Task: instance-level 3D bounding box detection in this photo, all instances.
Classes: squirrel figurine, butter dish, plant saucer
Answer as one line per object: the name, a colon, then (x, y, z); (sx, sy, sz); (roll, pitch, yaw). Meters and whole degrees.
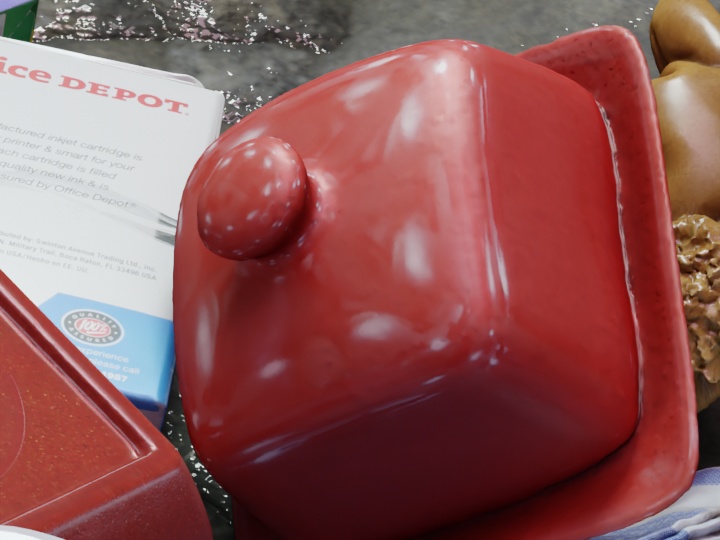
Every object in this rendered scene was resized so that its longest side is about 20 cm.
squirrel figurine: (0.081, -0.006, 1.000); (0.186, 0.142, 0.200); (-7, 40, -17)
butter dish: (0.000, 0.000, 0.854); (0.148, 0.199, 0.201); (34, 44, -47)
plant saucer: (-0.160, 0.039, 0.764); (0.200, 0.037, 0.199); (43, 31, 16)

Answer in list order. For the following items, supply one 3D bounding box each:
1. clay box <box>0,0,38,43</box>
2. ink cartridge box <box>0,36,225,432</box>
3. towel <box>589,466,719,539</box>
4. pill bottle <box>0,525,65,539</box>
clay box: (-0.258, -0.143, 1.117); (0.200, 0.048, 0.115); (37, 42, 24)
ink cartridge box: (-0.140, 0.000, 0.950); (0.145, 0.085, 0.200); (13, 38, -5)
towel: (0.103, 0.097, 0.871); (0.199, 0.147, 0.024); (-14, 86, -43)
pill bottle: (-0.110, 0.175, 0.647); (0.112, 0.201, 0.113); (9, 38, -7)
